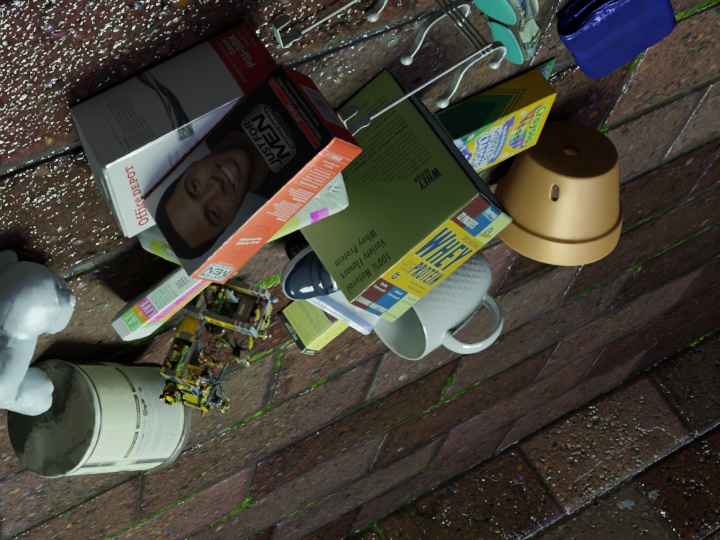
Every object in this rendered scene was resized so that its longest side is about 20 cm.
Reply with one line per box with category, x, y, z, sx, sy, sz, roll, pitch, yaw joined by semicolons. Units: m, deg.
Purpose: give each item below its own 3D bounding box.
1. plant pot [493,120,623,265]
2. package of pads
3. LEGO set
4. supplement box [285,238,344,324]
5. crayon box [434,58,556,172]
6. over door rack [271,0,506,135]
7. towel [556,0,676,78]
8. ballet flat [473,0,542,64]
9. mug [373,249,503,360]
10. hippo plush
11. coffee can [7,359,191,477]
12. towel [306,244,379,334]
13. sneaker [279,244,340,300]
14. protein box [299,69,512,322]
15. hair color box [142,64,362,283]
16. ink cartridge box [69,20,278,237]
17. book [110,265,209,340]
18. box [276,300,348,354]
plant pot;0.300;-0.124;1.929;0.199;0.200;0.141;-22;141;-28
package of pads;-0.137;-0.072;1.436;0.199;0.069;0.154;-24;-158;-27
LEGO set;-0.166;0.099;1.696;0.154;0.115;0.201;73;37;-59
supplement box;0.011;-0.031;1.779;0.199;0.109;0.061;-33;-158;-2
crayon box;0.185;-0.196;1.769;0.199;0.052;0.126;-27;158;-19
over door rack;0.027;-0.225;1.337;0.199;0.148;0.067;-27;153;-19
towel;0.336;-0.330;1.720;0.147;0.050;0.200;-32;161;13
ballet flat;0.172;-0.309;1.504;0.074;0.074;0.200;-35;161;2
mug;0.130;0.048;2.016;0.175;0.200;0.148;-33;152;-29
hippo plush;-0.391;0.057;1.390;0.200;0.159;0.162;34;80;-84
coffee can;-0.336;0.191;1.700;0.146;0.147;0.200;-41;158;18
towel;0.008;-0.024;1.736;0.146;0.024;0.200;32;98;-22
sneaker;0.000;0.000;1.667;0.199;0.109;0.070;-22;122;-9
protein box;0.034;-0.085;1.559;0.198;0.200;0.135;-40;156;11
hair color box;-0.106;-0.090;1.258;0.200;0.102;0.061;-43;157;17
ink cartridge box;-0.175;-0.139;1.307;0.199;0.083;0.147;-29;158;-14
book;-0.202;0.007;1.573;0.200;0.048;0.134;-37;-177;3
box;-0.024;0.036;1.936;0.200;0.075;0.050;-41;161;13
